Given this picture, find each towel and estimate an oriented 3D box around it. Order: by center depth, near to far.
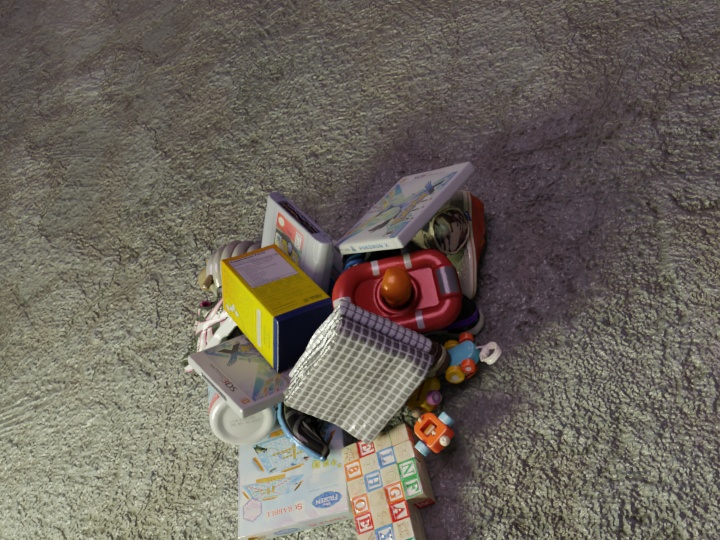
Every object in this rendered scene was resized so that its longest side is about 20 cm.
[{"bbox_3d":[-0.007,0.158,1.197,0.200,0.165,0.086,-56,21,31],"label":"towel"}]

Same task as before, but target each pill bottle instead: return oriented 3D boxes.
[{"bbox_3d":[-0.209,0.202,1.386,0.109,0.109,0.200,-35,27,4],"label":"pill bottle"}]

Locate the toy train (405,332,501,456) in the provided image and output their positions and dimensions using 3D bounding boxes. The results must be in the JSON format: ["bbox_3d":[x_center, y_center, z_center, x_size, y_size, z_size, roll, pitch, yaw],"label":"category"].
[{"bbox_3d":[0.144,0.194,1.246,0.200,0.056,0.150,-52,30,-8],"label":"toy train"}]

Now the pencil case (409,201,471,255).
[{"bbox_3d":[0.112,-0.085,1.399,0.200,0.078,0.090,-157,64,-64],"label":"pencil case"}]

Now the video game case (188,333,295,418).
[{"bbox_3d":[-0.155,0.155,1.327,0.200,0.022,0.182,-20,35,-32],"label":"video game case"}]

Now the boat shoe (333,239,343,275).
[{"bbox_3d":[-0.011,0.015,1.459,0.200,0.064,0.071,53,126,38],"label":"boat shoe"}]

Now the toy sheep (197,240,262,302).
[{"bbox_3d":[-0.224,0.006,1.536,0.200,0.138,0.138,-6,57,21],"label":"toy sheep"}]

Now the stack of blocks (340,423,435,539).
[{"bbox_3d":[0.049,0.348,1.212,0.115,0.059,0.200,-24,52,13],"label":"stack of blocks"}]

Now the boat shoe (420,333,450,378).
[{"bbox_3d":[0.049,0.137,1.306,0.202,0.075,0.075,-18,41,41],"label":"boat shoe"}]

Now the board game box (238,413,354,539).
[{"bbox_3d":[-0.107,0.327,1.321,0.200,0.041,0.200,-19,52,17],"label":"board game box"}]

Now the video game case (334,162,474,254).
[{"bbox_3d":[0.070,-0.101,1.322,0.200,0.022,0.182,-46,22,-27],"label":"video game case"}]

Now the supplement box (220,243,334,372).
[{"bbox_3d":[-0.142,0.059,1.347,0.109,0.110,0.200,-18,41,-29],"label":"supplement box"}]

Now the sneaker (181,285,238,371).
[{"bbox_3d":[-0.275,0.101,1.496,0.086,0.080,0.200,47,111,7],"label":"sneaker"}]

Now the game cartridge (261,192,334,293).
[{"bbox_3d":[-0.115,-0.037,1.412,0.041,0.133,0.200,-13,36,-31],"label":"game cartridge"}]

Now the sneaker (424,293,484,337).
[{"bbox_3d":[0.098,0.069,1.338,0.200,0.100,0.070,-10,54,22],"label":"sneaker"}]

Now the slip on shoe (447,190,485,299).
[{"bbox_3d":[0.189,-0.042,1.387,0.074,0.061,0.200,-30,52,55],"label":"slip on shoe"}]

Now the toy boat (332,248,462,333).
[{"bbox_3d":[0.054,0.032,1.229,0.199,0.131,0.131,-14,71,4],"label":"toy boat"}]

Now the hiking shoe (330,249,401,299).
[{"bbox_3d":[0.000,0.000,1.375,0.087,0.074,0.200,-5,36,43],"label":"hiking shoe"}]

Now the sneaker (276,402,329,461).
[{"bbox_3d":[-0.089,0.221,1.308,0.083,0.071,0.200,-35,43,11],"label":"sneaker"}]

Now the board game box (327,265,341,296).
[{"bbox_3d":[-0.079,0.072,1.434,0.152,0.045,0.200,-56,48,19],"label":"board game box"}]
